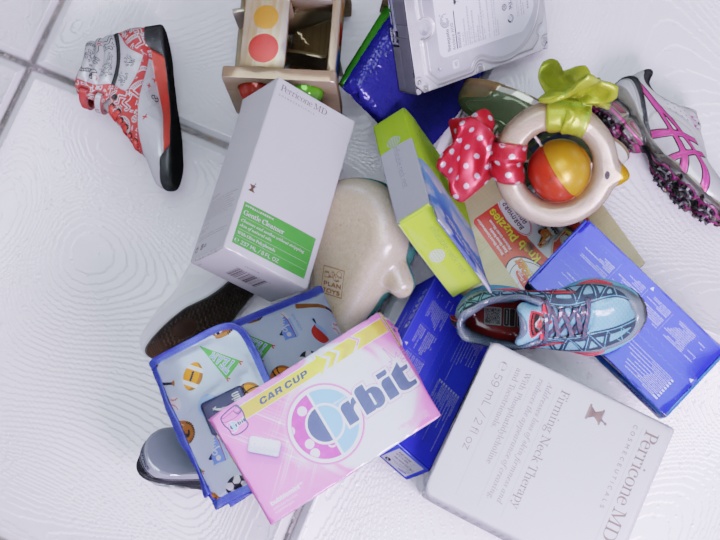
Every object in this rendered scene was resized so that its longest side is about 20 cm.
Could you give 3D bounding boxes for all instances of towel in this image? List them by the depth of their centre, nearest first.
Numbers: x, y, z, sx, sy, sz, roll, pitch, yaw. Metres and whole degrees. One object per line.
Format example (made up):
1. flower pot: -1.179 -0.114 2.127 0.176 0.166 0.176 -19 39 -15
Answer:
1. towel: 0.073 -0.241 1.453 0.049 0.148 0.201 20 73 51

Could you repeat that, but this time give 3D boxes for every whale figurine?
1. whale figurine: 0.000 0.000 1.423 0.158 0.103 0.202 14 100 32

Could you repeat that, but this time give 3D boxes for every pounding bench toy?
1. pounding bench toy: -0.044 -0.247 1.454 0.197 0.124 0.158 3 78 4

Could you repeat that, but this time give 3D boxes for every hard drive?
1. hard drive: 0.119 -0.285 1.420 0.199 0.038 0.141 -22 115 -30

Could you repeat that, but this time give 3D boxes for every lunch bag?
1. lunch bag: -0.098 0.131 1.330 0.199 0.124 0.171 -20 79 -31

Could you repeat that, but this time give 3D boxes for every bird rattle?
1. bird rattle: 0.186 -0.119 1.340 0.199 0.113 0.164 -36 98 6

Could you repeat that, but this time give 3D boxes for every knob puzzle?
1. knob puzzle: 0.183 -0.018 1.441 0.217 0.030 0.222 0 78 2

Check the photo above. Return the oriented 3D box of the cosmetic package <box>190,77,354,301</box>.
1. cosmetic package: -0.091 -0.083 1.361 0.107 0.085 0.202 25 67 -26

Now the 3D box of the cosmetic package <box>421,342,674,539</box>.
1. cosmetic package: 0.184 0.198 1.326 0.198 0.166 0.169 25 80 7

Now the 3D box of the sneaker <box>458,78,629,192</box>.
1. sneaker: 0.186 -0.130 1.413 0.199 0.067 0.091 25 75 5

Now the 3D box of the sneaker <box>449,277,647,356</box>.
1. sneaker: 0.187 0.055 1.310 0.198 0.095 0.080 -4 97 20

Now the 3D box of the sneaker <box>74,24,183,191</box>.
1. sneaker: -0.264 -0.178 1.483 0.107 0.067 0.204 -9 74 2

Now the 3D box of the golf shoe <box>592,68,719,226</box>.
1. golf shoe: 0.351 -0.138 1.436 0.092 0.073 0.200 -40 79 -7

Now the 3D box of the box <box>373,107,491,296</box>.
1. box: 0.074 -0.067 1.362 0.047 0.122 0.201 -29 38 15

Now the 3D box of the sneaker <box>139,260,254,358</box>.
1. sneaker: -0.169 0.016 1.446 0.200 0.073 0.085 -40 48 1

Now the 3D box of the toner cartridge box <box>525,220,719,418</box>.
1. toner cartridge box: 0.277 0.051 1.377 0.095 0.043 0.200 -44 82 -4

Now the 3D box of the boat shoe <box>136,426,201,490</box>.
1. boat shoe: -0.140 0.208 1.391 0.197 0.068 0.074 0 64 -22

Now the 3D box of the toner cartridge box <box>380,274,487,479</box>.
1. toner cartridge box: 0.065 0.107 1.354 0.095 0.043 0.201 43 51 -15

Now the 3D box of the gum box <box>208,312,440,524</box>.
1. gum box: -0.029 0.138 1.232 0.199 0.066 0.114 -31 83 -8
